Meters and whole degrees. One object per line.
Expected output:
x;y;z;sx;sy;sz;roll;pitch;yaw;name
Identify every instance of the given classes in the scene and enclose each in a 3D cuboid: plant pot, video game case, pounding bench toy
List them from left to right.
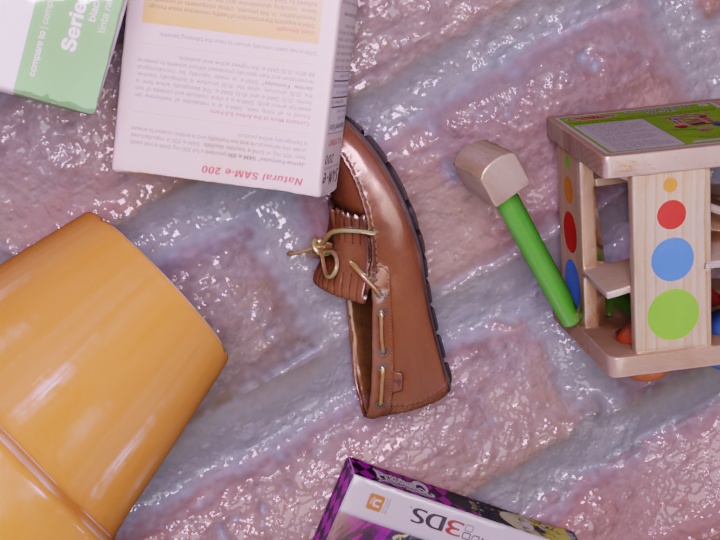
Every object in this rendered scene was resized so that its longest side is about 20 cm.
-0.184;0.072;0.916;0.183;0.200;0.200;-45;109;-11;plant pot
0.036;0.250;1.079;0.180;0.036;0.201;21;101;-14;video game case
0.161;-0.012;0.980;0.198;0.124;0.157;-6;108;-9;pounding bench toy

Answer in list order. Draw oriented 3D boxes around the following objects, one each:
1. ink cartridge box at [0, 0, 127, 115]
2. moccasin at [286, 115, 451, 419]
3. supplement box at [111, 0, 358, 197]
-0.234;-0.160;0.851;0.198;0.146;0.085;15;102;-15;ink cartridge box
-0.001;-0.001;0.985;0.077;0.074;0.203;-19;116;-13;moccasin
-0.067;-0.150;0.897;0.125;0.074;0.202;8;98;7;supplement box
